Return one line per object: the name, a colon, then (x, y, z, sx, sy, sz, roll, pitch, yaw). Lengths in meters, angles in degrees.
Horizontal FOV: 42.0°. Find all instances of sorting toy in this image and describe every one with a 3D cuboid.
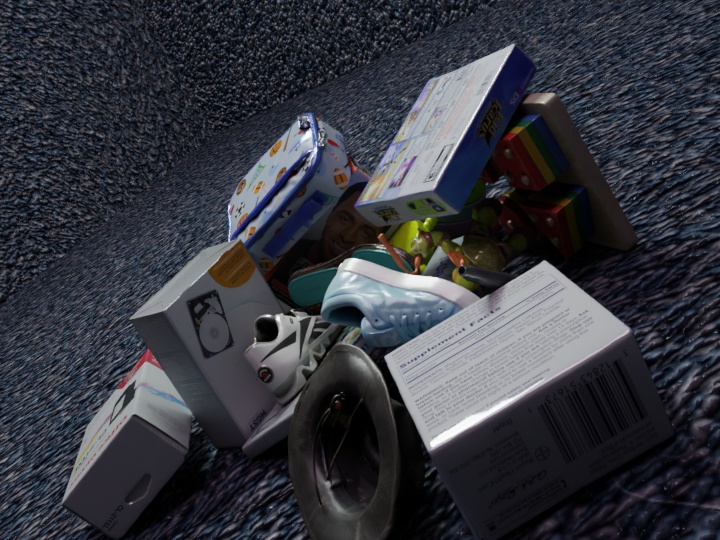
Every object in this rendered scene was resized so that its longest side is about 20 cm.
sorting toy: (0.202, -0.104, 1.101, 0.069, 0.200, 0.200, -38, 19, -10)

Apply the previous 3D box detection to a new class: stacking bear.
stacking bear: (0.117, -0.136, 1.257, 0.120, 0.203, 0.114, 7, 32, 22)

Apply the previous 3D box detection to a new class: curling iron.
curling iron: (0.159, 0.021, 0.930, 0.049, 0.026, 0.198, -5, -12, 41)

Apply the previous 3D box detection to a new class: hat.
hat: (0.009, 0.170, 0.855, 0.200, 0.080, 0.204, -27, 57, 53)

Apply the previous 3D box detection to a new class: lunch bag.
lunch bag: (-0.093, -0.101, 1.206, 0.200, 0.075, 0.161, -46, 28, 24)

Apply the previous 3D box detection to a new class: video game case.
video game case: (0.095, -0.149, 1.077, 0.202, 0.045, 0.180, -60, 23, -17)
video game case: (-0.040, 0.118, 1.065, 0.200, 0.022, 0.183, -41, 8, 50)

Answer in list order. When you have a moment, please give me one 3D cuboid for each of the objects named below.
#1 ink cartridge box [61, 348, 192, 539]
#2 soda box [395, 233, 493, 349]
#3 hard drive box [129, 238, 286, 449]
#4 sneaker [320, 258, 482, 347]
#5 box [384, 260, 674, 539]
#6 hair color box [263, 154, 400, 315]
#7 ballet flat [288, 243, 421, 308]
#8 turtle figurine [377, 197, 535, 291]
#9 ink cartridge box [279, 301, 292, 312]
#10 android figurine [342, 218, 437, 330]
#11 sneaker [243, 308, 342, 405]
ink cartridge box: (-0.278, 0.206, 1.152, 0.146, 0.082, 0.200, -50, 16, 8)
soda box: (0.102, 0.037, 1.091, 0.063, 0.069, 0.201, -19, 22, 33)
hard drive box: (-0.163, 0.090, 1.155, 0.076, 0.202, 0.156, -12, 27, 41)
sneaker: (0.045, 0.052, 0.956, 0.198, 0.074, 0.083, 13, 61, 37)
box: (0.134, 0.105, 0.808, 0.182, 0.106, 0.200, -30, 19, 1)
hair color box: (-0.037, -0.039, 1.233, 0.201, 0.101, 0.061, -51, 25, 13)
ballet flat: (0.000, 0.000, 1.150, 0.198, 0.069, 0.075, -13, 13, 35)
turtle figurine: (0.129, -0.024, 1.049, 0.161, 0.198, 0.065, -49, -16, -51)
ink cartridge box: (-0.100, -0.020, 1.361, 0.200, 0.145, 0.083, -48, 19, -4)
android figurine: (0.032, 0.009, 1.213, 0.202, 0.041, 0.182, -58, 24, -7)
sneaker: (-0.080, 0.076, 1.123, 0.074, 0.088, 0.200, -45, 4, 21)
